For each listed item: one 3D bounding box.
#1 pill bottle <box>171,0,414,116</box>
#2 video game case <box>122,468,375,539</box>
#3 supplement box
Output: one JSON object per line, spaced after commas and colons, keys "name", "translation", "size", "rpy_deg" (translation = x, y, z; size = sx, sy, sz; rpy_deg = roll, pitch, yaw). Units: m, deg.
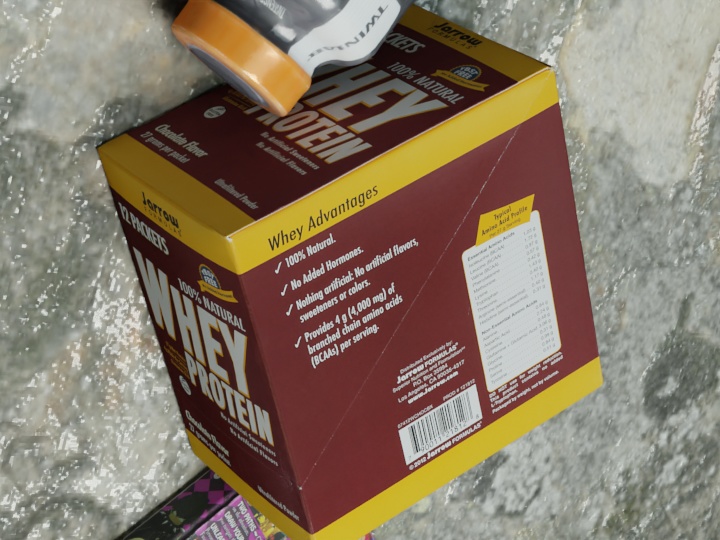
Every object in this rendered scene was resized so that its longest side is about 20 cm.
{"name": "pill bottle", "translation": [-0.007, -0.174, 0.924], "size": [0.201, 0.106, 0.106], "rpy_deg": [-54, 131, -4]}
{"name": "video game case", "translation": [-0.066, 0.205, 1.103], "size": [0.181, 0.036, 0.201], "rpy_deg": [-38, 129, -17]}
{"name": "supplement box", "translation": [0.000, 0.000, 0.992], "size": [0.196, 0.133, 0.201], "rpy_deg": [-29, 125, -23]}
